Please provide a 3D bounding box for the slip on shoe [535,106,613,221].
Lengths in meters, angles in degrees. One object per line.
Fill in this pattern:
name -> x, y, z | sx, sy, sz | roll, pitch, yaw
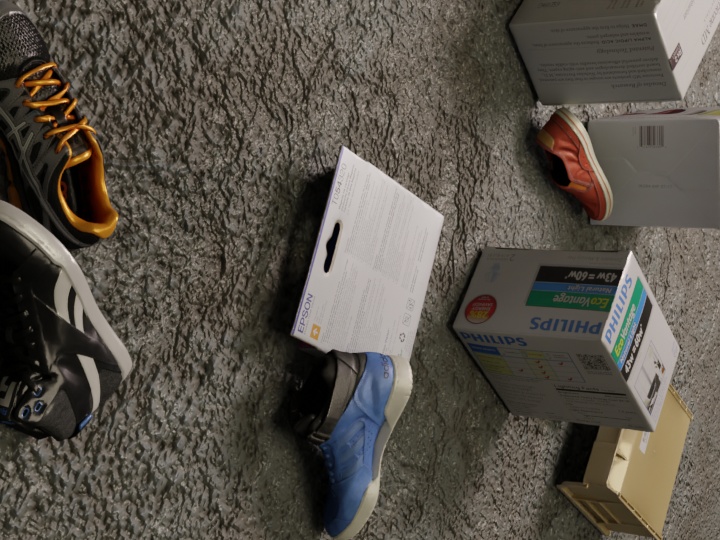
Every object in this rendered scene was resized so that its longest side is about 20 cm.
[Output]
slip on shoe -> 0.275, -0.128, 1.665 | 0.061, 0.074, 0.200 | -39, 138, -2

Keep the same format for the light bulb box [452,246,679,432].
light bulb box -> 0.246, 0.080, 1.523 | 0.200, 0.196, 0.126 | 54, 50, -42

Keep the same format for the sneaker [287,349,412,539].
sneaker -> -0.030, 0.170, 1.270 | 0.110, 0.077, 0.202 | 11, 110, -24

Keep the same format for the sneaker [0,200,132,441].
sneaker -> -0.249, 0.051, 0.955 | 0.112, 0.072, 0.201 | -59, 137, -33

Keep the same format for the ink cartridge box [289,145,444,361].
ink cartridge box -> 0.000, 0.000, 1.315 | 0.199, 0.043, 0.199 | 30, 70, -48

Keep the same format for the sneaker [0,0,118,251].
sneaker -> -0.233, -0.107, 0.961 | 0.078, 0.077, 0.202 | -40, 122, -42

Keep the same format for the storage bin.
storage bin -> 0.370, 0.247, 1.794 | 0.199, 0.093, 0.202 | 45, 58, -45

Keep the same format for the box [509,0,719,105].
box -> 0.320, -0.318, 1.586 | 0.200, 0.198, 0.131 | -59, 135, -32

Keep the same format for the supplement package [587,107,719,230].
supplement package -> 0.442, -0.144, 1.773 | 0.199, 0.190, 0.149 | -16, 107, -52
